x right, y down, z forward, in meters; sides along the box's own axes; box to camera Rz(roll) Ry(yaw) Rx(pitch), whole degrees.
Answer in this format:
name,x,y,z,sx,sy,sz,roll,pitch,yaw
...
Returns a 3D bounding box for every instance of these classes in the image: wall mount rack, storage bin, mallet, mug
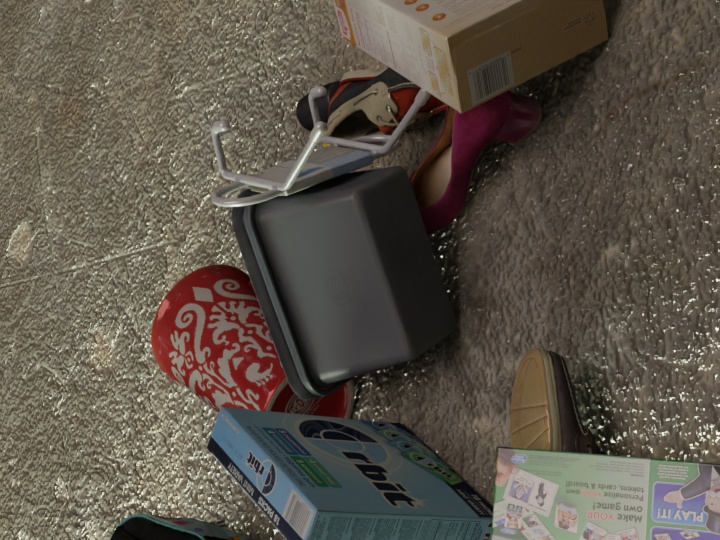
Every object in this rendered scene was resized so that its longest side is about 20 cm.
name,x,y,z,sx,sy,sz,roll,pitch,yaw
wall mount rack,-0.033,-0.113,1.265,0.173,0.199,0.075,13,120,50
storage bin,0.000,0.000,1.319,0.133,0.145,0.202,-10,103,40
mallet,-0.024,-0.092,1.467,0.066,0.041,0.203,-28,64,50
mug,-0.099,0.075,1.445,0.200,0.132,0.180,35,114,47

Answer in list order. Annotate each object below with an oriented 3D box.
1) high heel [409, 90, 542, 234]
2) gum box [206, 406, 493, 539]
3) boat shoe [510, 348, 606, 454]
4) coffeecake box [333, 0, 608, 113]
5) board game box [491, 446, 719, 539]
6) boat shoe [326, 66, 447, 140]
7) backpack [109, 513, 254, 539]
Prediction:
name,x,y,z,sx,sy,sz,roll,pitch,yaw
high heel,0.066,-0.097,1.295,0.200,0.095,0.068,-37,54,42
gum box,-0.004,0.179,1.235,0.170,0.198,0.045,38,112,50
boat shoe,0.162,0.160,1.134,0.072,0.064,0.203,131,135,-63
coffeecake box,0.087,-0.228,1.246,0.200,0.152,0.074,41,153,49
board game box,0.189,0.201,1.048,0.198,0.029,0.137,2,83,26
boat shoe,0.030,-0.155,1.371,0.199,0.071,0.063,1,64,59
backpack,-0.174,0.334,1.460,0.199,0.152,0.178,7,85,43
